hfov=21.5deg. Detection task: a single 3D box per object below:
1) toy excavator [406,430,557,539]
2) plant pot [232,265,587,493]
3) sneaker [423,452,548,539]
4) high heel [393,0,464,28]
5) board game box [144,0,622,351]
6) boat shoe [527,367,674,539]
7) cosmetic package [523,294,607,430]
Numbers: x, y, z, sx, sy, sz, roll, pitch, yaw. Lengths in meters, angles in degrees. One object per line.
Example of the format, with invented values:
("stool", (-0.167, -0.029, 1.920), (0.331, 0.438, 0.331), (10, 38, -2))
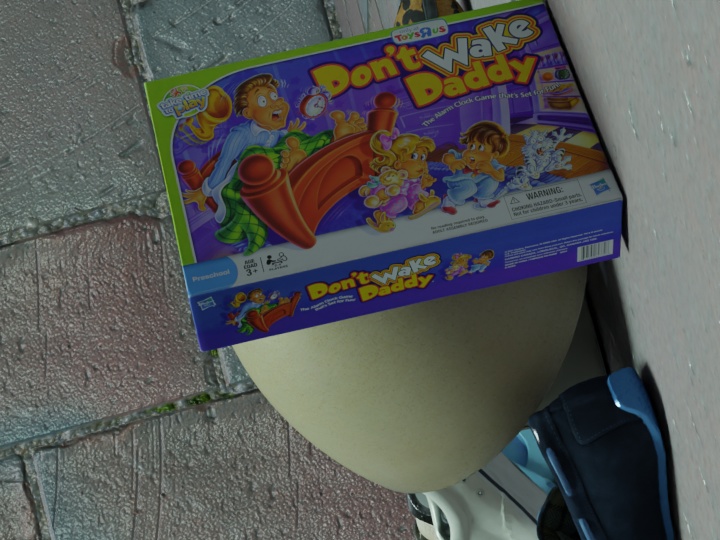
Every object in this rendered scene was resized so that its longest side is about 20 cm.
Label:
("toy excavator", (0.099, 0.123, 1.440), (0.194, 0.200, 0.100), (26, 155, 21))
("plant pot", (0.000, 0.000, 0.986), (0.134, 0.200, 0.201), (25, -148, -33))
("sneaker", (0.085, 0.159, 1.220), (0.200, 0.071, 0.073), (44, 179, -14))
("high heel", (0.050, -0.131, 1.324), (0.200, 0.071, 0.143), (-174, 76, -86))
("board game box", (0.008, -0.048, 0.894), (0.045, 0.199, 0.135), (83, 173, -53))
("boat shoe", (0.120, 0.125, 0.976), (0.084, 0.068, 0.200), (-107, 2, -53))
("cosmetic package", (0.092, 0.038, 1.137), (0.200, 0.071, 0.106), (97, 158, -87))
